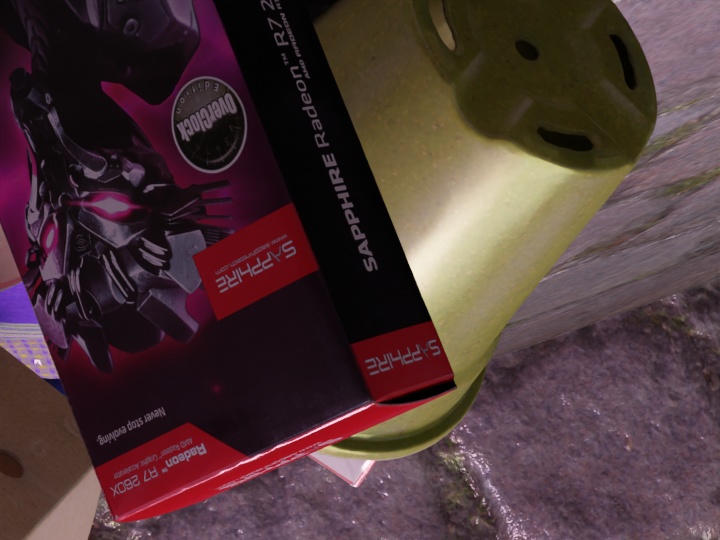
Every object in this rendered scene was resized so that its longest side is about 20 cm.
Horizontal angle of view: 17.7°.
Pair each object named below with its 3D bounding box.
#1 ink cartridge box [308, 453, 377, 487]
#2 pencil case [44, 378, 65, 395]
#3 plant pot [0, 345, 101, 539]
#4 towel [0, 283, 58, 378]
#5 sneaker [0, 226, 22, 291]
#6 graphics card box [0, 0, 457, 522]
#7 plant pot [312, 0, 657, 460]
[{"bbox_3d":[0.000,0.000,1.153,0.068,0.116,0.200,-57,178,41],"label":"ink cartridge box"},{"bbox_3d":[-0.204,0.099,1.232,0.199,0.087,0.078,-12,133,-3],"label":"pencil case"},{"bbox_3d":[-0.216,0.114,0.936,0.177,0.200,0.200,-52,179,25],"label":"plant pot"},{"bbox_3d":[-0.179,0.026,1.143,0.199,0.023,0.144,-2,152,2],"label":"towel"},{"bbox_3d":[-0.153,-0.037,0.920,0.104,0.076,0.200,-20,170,31],"label":"sneaker"},{"bbox_3d":[-0.061,-0.031,0.753,0.125,0.201,0.051,-26,172,38],"label":"graphics card box"},{"bbox_3d":[0.024,-0.049,1.006,0.200,0.201,0.184,-14,158,-44],"label":"plant pot"}]
